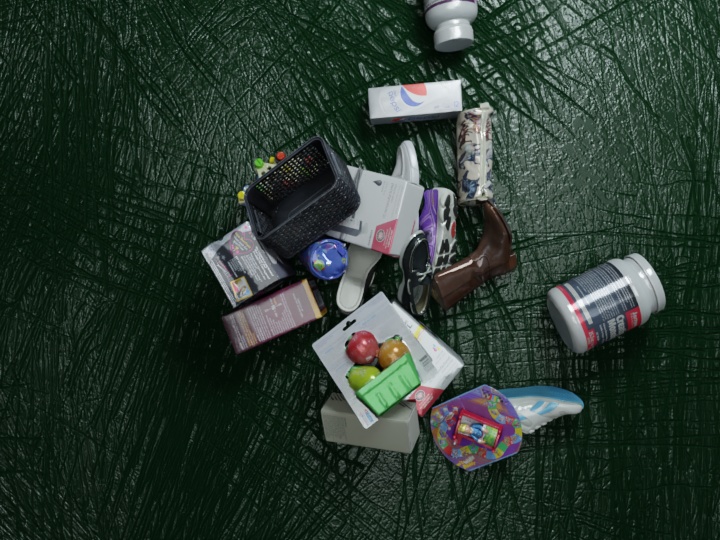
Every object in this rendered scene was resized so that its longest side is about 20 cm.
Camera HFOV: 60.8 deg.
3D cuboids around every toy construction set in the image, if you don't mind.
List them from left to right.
[{"bbox_3d":[-0.152,-0.177,1.298,0.195,0.092,0.134,15,68,-5],"label":"toy construction set"}]

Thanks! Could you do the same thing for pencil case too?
[{"bbox_3d":[-0.078,-0.033,1.248,0.086,0.200,0.079,-35,104,-7],"label":"pencil case"},{"bbox_3d":[0.241,-0.237,1.274,0.076,0.089,0.206,-1,91,-27],"label":"pencil case"}]

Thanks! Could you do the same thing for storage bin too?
[{"bbox_3d":[-0.113,-0.137,1.175,0.198,0.093,0.137,-34,55,16],"label":"storage bin"}]

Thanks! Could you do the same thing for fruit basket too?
[{"bbox_3d":[0.027,0.177,1.228,0.184,0.094,0.202,-37,68,-2],"label":"fruit basket"}]

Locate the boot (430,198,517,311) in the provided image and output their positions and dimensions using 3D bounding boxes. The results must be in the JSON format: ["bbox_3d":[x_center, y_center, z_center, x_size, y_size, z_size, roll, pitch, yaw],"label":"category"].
[{"bbox_3d":[0.216,-0.026,1.258,0.196,0.065,0.189,-28,121,-1],"label":"boot"}]

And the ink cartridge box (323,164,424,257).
[{"bbox_3d":[0.011,-0.124,1.232,0.196,0.084,0.150,19,97,31],"label":"ink cartridge box"}]

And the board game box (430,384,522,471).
[{"bbox_3d":[0.237,0.340,1.281,0.197,0.039,0.161,-29,91,26],"label":"board game box"}]

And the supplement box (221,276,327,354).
[{"bbox_3d":[-0.178,0.093,1.298,0.196,0.110,0.088,-24,90,4],"label":"supplement box"}]

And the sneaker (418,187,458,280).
[{"bbox_3d":[0.158,-0.073,1.303,0.082,0.080,0.206,12,102,39],"label":"sneaker"}]

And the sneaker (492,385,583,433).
[{"bbox_3d":[0.369,0.295,1.295,0.194,0.077,0.083,-4,98,11],"label":"sneaker"}]

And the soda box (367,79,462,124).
[{"bbox_3d":[0.114,-0.352,1.289,0.194,0.068,0.065,-4,91,4],"label":"soda box"}]

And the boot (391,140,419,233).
[{"bbox_3d":[0.070,-0.168,1.287,0.093,0.073,0.206,-3,92,-13],"label":"boot"}]

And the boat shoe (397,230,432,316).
[{"bbox_3d":[0.119,0.009,1.234,0.075,0.203,0.060,-30,53,-21],"label":"boat shoe"}]

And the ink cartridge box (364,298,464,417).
[{"bbox_3d":[0.097,0.181,1.298,0.199,0.083,0.147,40,94,1],"label":"ink cartridge box"}]

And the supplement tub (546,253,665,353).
[{"bbox_3d":[0.492,0.065,1.243,0.196,0.140,0.143,-26,90,4],"label":"supplement tub"}]

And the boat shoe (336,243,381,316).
[{"bbox_3d":[0.000,0.000,1.307,0.072,0.061,0.205,15,73,3],"label":"boat shoe"}]

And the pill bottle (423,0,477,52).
[{"bbox_3d":[0.182,-0.564,1.256,0.109,0.112,0.206,-6,92,3],"label":"pill bottle"}]

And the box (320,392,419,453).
[{"bbox_3d":[0.020,0.314,1.274,0.195,0.068,0.084,3,115,23],"label":"box"}]

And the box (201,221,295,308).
[{"bbox_3d":[-0.221,-0.016,1.252,0.113,0.200,0.134,-31,90,3],"label":"box"}]
